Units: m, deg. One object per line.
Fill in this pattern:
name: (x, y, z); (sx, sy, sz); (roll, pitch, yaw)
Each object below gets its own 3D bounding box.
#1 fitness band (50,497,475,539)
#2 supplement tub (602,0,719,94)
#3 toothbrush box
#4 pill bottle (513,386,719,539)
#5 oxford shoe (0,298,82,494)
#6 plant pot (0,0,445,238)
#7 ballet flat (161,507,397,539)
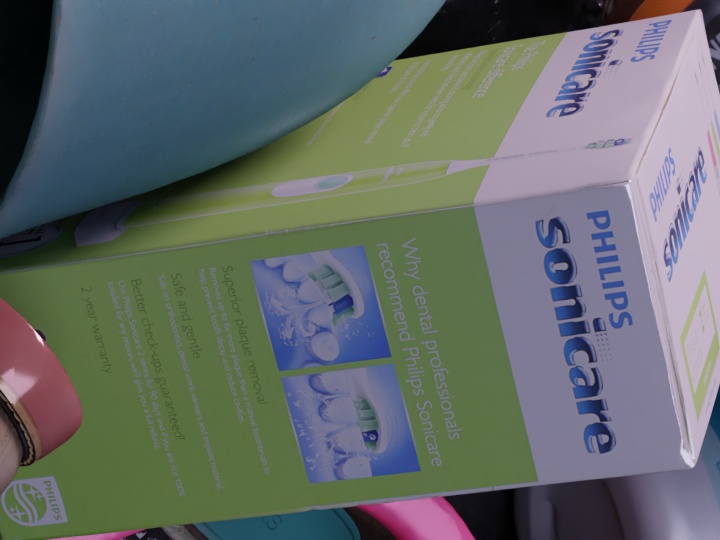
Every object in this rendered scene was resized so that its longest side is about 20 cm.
fitness band: (-0.053, 0.126, 0.806); (0.200, 0.037, 0.144); (-20, 99, -15)
supplement tub: (0.147, -0.063, 0.851); (0.107, 0.107, 0.200); (-32, 76, -9)
toothbrush box: (0.000, 0.000, 0.766); (0.200, 0.146, 0.086); (-10, 109, 18)
pill bottle: (0.164, 0.079, 0.962); (0.200, 0.111, 0.111); (-9, 114, -24)
oxford shoe: (-0.164, 0.023, 0.713); (0.075, 0.200, 0.070); (-46, 128, -27)
plant pot: (-0.063, -0.115, 0.723); (0.161, 0.201, 0.201); (-13, 116, -35)
ballet flat: (-0.017, 0.095, 0.906); (0.067, 0.062, 0.200); (-43, 130, -11)
